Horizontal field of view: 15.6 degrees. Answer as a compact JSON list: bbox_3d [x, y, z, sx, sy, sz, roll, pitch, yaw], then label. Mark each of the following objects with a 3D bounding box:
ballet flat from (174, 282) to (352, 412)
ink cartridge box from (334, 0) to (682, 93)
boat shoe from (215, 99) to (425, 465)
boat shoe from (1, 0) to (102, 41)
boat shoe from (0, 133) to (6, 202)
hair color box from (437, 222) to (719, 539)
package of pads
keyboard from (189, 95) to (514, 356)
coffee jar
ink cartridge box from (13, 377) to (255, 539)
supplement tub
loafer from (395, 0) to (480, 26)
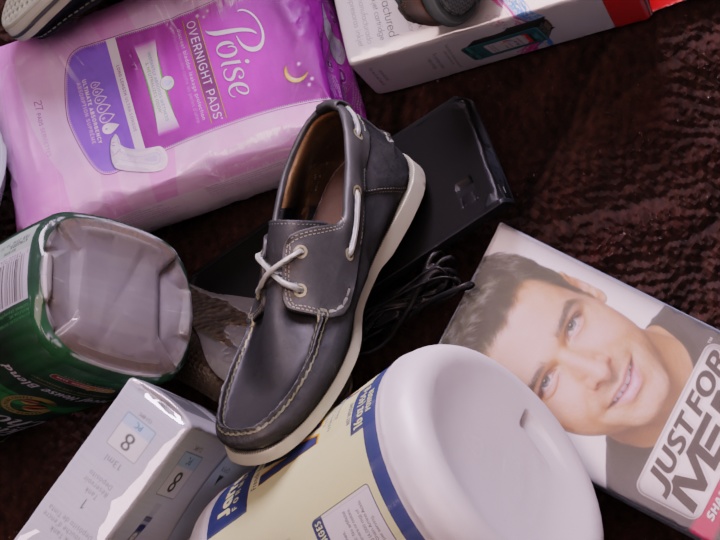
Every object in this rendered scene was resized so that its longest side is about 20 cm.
[{"bbox_3d":[-0.080,0.042,1.387,0.199,0.047,0.067,23,44,37],"label":"ballet flat"},{"bbox_3d":[0.083,-0.181,1.402,0.199,0.067,0.117,-16,75,11],"label":"ink cartridge box"},{"bbox_3d":[-0.032,0.005,1.310,0.071,0.068,0.201,-4,51,38],"label":"boat shoe"},{"bbox_3d":[-0.104,-0.180,1.390,0.200,0.075,0.062,-37,119,6],"label":"boat shoe"},{"bbox_3d":[-0.238,-0.055,1.425,0.074,0.087,0.202,-6,40,-18],"label":"boat shoe"},{"bbox_3d":[0.140,0.066,1.350,0.199,0.061,0.099,27,88,17],"label":"hair color box"},{"bbox_3d":[-0.103,-0.089,1.427,0.199,0.076,0.121,-19,76,9],"label":"package of pads"},{"bbox_3d":[0.000,0.000,1.395,0.199,0.040,0.105,-33,56,24],"label":"keyboard"},{"bbox_3d":[-0.185,0.037,1.371,0.199,0.104,0.086,-20,62,45],"label":"coffee jar"},{"bbox_3d":[-0.133,0.157,1.348,0.047,0.160,0.201,35,90,18],"label":"ink cartridge box"},{"bbox_3d":[0.005,0.144,1.301,0.200,0.145,0.146,-38,73,29],"label":"supplement tub"},{"bbox_3d":[0.035,-0.216,1.360,0.063,0.072,0.201,-6,68,33],"label":"loafer"}]
